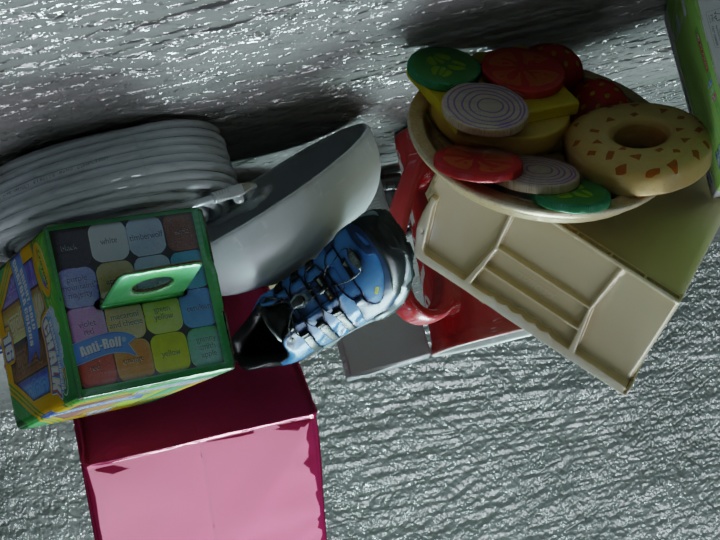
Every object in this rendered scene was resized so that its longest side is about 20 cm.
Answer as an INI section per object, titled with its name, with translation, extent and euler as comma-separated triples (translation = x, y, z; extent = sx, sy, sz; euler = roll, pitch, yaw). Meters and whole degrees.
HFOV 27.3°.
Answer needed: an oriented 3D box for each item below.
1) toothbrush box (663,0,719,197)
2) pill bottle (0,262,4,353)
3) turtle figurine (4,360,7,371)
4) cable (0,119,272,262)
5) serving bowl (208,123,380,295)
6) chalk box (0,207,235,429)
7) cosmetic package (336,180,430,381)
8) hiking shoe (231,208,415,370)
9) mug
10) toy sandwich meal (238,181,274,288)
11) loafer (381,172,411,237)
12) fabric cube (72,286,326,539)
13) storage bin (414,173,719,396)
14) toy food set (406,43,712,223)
[toothbrush box]
translation = 0.270, -0.142, 1.020
extent = 0.085, 0.147, 0.200
euler = -15, 172, 6
[pill bottle]
translation = -0.362, 0.031, 1.327
extent = 0.199, 0.112, 0.111
euler = -20, 171, 41
[turtle figurine]
translation = -0.216, 0.032, 1.223
extent = 0.160, 0.201, 0.065
euler = 14, 128, -9
[cable]
translation = -0.193, -0.057, 1.133
extent = 0.199, 0.070, 0.199
euler = -7, 172, -37
[serving bowl]
translation = -0.062, -0.038, 1.205
extent = 0.199, 0.066, 0.200
euler = -31, -167, 8
[chalk box]
translation = -0.175, 0.032, 1.070
extent = 0.124, 0.125, 0.200
euler = -9, 172, -30
[cosmetic package]
translation = 0.000, 0.000, 1.410
extent = 0.089, 0.202, 0.107
euler = -13, 173, -4
[hiking shoe]
translation = -0.029, 0.026, 1.125
extent = 0.086, 0.075, 0.200
euler = -28, 168, -39
[mug]
translation = 0.098, -0.037, 1.307
extent = 0.132, 0.202, 0.177
euler = -15, 172, 19
[toy sandwich meal]
translation = -0.114, 0.016, 1.396
extent = 0.070, 0.207, 0.205
euler = 18, -170, 29
[loafer]
translation = -0.023, -0.059, 1.522
extent = 0.198, 0.073, 0.071
euler = -16, -153, 7
[fabric cube]
translation = -0.146, 0.159, 1.293
extent = 0.198, 0.201, 0.197
euler = -11, -142, -10
[storage bin]
translation = 0.164, -0.043, 1.117
extent = 0.200, 0.198, 0.094
euler = -48, 168, -50
[toy food set]
translation = 0.127, -0.099, 1.029
extent = 0.196, 0.200, 0.049
euler = -13, 133, -22
